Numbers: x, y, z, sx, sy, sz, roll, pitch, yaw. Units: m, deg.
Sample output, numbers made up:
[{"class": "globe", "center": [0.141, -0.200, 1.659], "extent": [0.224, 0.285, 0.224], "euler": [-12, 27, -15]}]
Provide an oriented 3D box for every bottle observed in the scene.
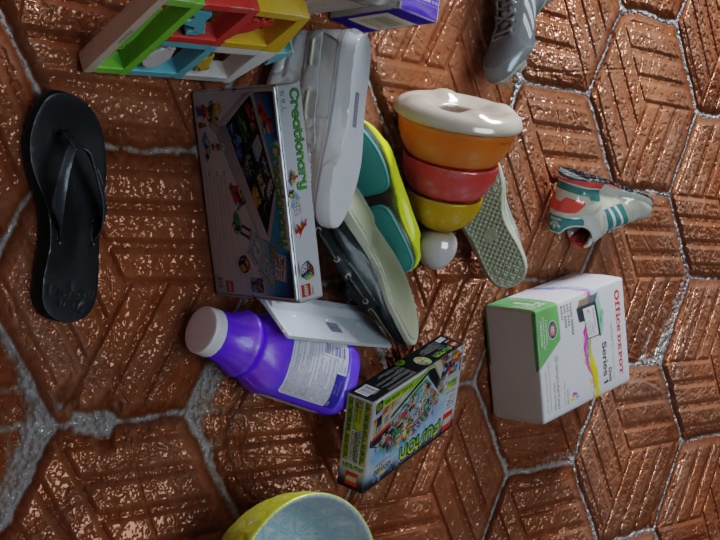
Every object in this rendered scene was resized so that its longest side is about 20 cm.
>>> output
[{"class": "bottle", "center": [-0.087, 0.086, 1.217], "extent": [0.199, 0.065, 0.084], "euler": [24, 74, -44]}]

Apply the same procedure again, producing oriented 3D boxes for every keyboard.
[{"class": "keyboard", "center": [-0.032, 0.054, 1.257], "extent": [0.200, 0.011, 0.056], "euler": [10, 44, -58]}]

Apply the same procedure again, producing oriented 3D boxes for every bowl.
[{"class": "bowl", "center": [-0.088, 0.312, 1.203], "extent": [0.199, 0.107, 0.202], "euler": [-4, 96, -46]}]

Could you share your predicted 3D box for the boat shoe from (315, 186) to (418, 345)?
[{"class": "boat shoe", "center": [-0.001, 0.001, 1.301], "extent": [0.200, 0.066, 0.075], "euler": [61, 25, -28]}]

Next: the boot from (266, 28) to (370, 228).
[{"class": "boot", "center": [-0.050, -0.145, 1.224], "extent": [0.074, 0.095, 0.202], "euler": [26, 71, -70]}]

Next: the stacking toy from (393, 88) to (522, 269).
[{"class": "stacking toy", "center": [0.095, -0.095, 1.369], "extent": [0.146, 0.146, 0.201], "euler": [-9, 117, -45]}]

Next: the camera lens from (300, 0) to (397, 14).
[{"class": "camera lens", "center": [-0.041, -0.323, 1.138], "extent": [0.159, 0.199, 0.161], "euler": [-5, 97, -45]}]

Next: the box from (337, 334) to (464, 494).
[{"class": "box", "center": [0.047, 0.154, 1.334], "extent": [0.200, 0.035, 0.111], "euler": [-26, 128, -54]}]

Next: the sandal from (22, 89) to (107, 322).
[{"class": "sandal", "center": [-0.248, -0.056, 1.058], "extent": [0.076, 0.043, 0.202], "euler": [-8, 99, -45]}]

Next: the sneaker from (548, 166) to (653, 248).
[{"class": "sneaker", "center": [0.315, -0.076, 1.628], "extent": [0.199, 0.070, 0.094], "euler": [9, 104, -48]}]

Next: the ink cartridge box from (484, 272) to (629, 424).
[{"class": "ink cartridge box", "center": [0.255, 0.095, 1.554], "extent": [0.199, 0.084, 0.146], "euler": [-17, 105, -44]}]

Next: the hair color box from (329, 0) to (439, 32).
[{"class": "hair color box", "center": [0.034, -0.360, 1.277], "extent": [0.065, 0.109, 0.202], "euler": [11, 85, -44]}]

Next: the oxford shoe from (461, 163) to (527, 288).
[{"class": "oxford shoe", "center": [0.146, -0.075, 1.455], "extent": [0.058, 0.075, 0.201], "euler": [-81, 150, -73]}]

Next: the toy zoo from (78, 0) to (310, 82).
[{"class": "toy zoo", "center": [-0.137, -0.212, 1.100], "extent": [0.199, 0.131, 0.021], "euler": [-5, 72, -45]}]

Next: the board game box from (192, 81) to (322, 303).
[{"class": "board game box", "center": [-0.099, -0.073, 1.150], "extent": [0.034, 0.126, 0.202], "euler": [-15, 104, -43]}]

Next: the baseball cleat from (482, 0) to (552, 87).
[{"class": "baseball cleat", "center": [0.176, -0.319, 1.465], "extent": [0.106, 0.069, 0.201], "euler": [45, 52, -30]}]

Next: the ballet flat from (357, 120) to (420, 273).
[{"class": "ballet flat", "center": [0.020, -0.090, 1.325], "extent": [0.201, 0.066, 0.067], "euler": [67, 29, -28]}]
